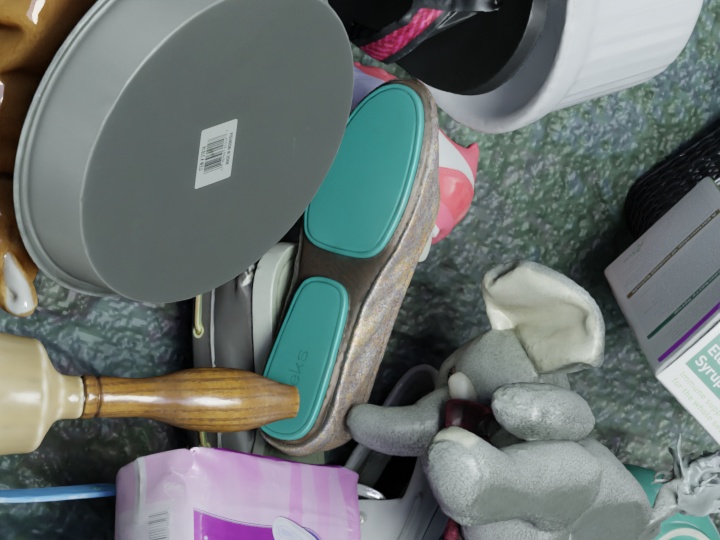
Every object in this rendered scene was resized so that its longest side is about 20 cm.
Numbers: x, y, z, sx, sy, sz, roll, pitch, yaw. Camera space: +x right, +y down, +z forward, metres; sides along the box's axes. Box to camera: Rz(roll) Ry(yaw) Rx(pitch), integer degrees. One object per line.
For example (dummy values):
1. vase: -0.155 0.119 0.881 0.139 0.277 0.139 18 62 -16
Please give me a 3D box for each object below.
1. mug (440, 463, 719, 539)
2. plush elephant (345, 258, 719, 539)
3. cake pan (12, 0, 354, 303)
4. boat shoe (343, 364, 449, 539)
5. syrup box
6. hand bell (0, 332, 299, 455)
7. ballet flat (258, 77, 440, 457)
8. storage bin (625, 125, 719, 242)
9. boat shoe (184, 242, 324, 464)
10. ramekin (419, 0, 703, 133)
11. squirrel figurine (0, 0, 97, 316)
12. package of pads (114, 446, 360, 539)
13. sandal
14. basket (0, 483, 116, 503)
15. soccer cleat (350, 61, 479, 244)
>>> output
1. mug: 0.139 0.174 1.625 0.185 0.114 0.153 -27 108 -43
2. plush elephant: 0.069 0.090 1.502 0.199 0.155 0.165 -18 133 -27
3. cake pan: -0.079 -0.067 1.459 0.200 0.037 0.201 -30 139 -30
4. boat shoe: -0.001 0.137 1.585 0.065 0.073 0.200 56 48 -35
5. syrup box: 0.186 0.027 1.507 0.081 0.200 0.079 -43 103 9
6. hand bell: -0.126 0.063 1.470 0.199 0.104 0.105 4 95 -20
7. ballet flat: 0.000 0.000 1.542 0.067 0.068 0.201 19 93 -57
8. storage bin: 0.259 -0.029 1.646 0.200 0.094 0.135 -34 103 7
9. boat shoe: -0.059 0.082 1.587 0.072 0.060 0.202 -10 106 -59
10. ramekin: 0.092 -0.177 1.547 0.097 0.200 0.202 -13 101 -28
11. squirrel figurine: -0.154 -0.072 1.491 0.199 0.141 0.188 1 102 -20
12. package of pads: -0.059 0.192 1.476 0.120 0.076 0.201 11 69 -39
13. sandal: 0.018 -0.136 1.515 0.045 0.200 0.075 13 94 -41
14. basket: -0.196 0.204 1.499 0.176 0.139 0.201 4 101 -25
15. soccer cleat: -0.019 -0.091 1.588 0.200 0.067 0.077 40 51 -16
